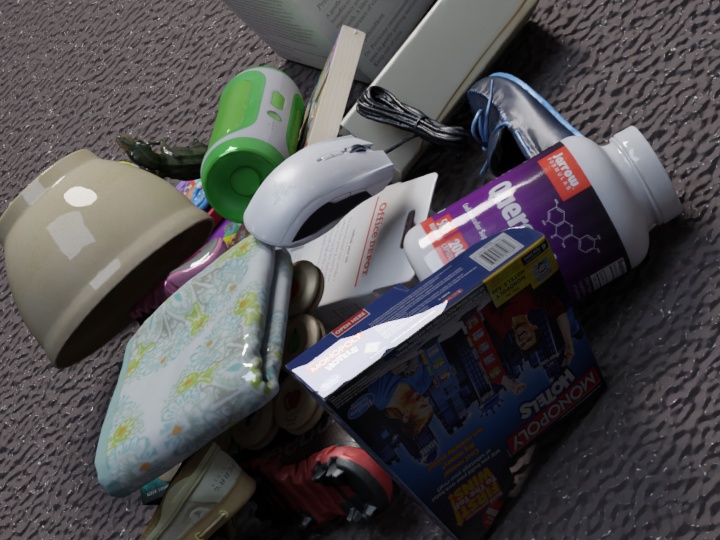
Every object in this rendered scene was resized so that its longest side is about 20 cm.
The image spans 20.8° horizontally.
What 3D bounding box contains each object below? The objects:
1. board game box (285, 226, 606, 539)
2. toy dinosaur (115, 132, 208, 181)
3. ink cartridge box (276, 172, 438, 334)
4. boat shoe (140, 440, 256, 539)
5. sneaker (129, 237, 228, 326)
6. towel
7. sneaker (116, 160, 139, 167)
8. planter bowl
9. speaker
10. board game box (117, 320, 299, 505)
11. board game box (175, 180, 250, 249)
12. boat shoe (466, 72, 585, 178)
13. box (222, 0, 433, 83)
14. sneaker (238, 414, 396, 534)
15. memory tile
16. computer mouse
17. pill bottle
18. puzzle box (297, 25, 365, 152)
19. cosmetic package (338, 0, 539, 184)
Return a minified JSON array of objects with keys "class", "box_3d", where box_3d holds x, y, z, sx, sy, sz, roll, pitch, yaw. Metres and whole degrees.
[{"class":"board game box","box_3d":[0.073,0.096,1.420,0.199,0.201,0.062,-35,36,-14]},{"class":"toy dinosaur","box_3d":[-0.162,-0.106,1.889,0.088,0.199,0.048,6,95,52]},{"class":"ink cartridge box","box_3d":[0.000,0.000,1.681,0.199,0.068,0.116,-16,47,40]},{"class":"boat shoe","box_3d":[-0.134,0.209,1.588,0.074,0.066,0.200,-56,-3,-33]},{"class":"sneaker","box_3d":[-0.148,0.039,1.807,0.079,0.095,0.200,-44,5,-21]},{"class":"towel","box_3d":[-0.130,0.072,1.558,0.171,0.048,0.201,-37,27,26]},{"class":"sneaker","box_3d":[-0.248,-0.022,1.973,0.201,0.074,0.085,-64,-8,21]},{"class":"planter bowl","box_3d":[-0.252,-0.026,1.819,0.200,0.135,0.200,-43,-5,-5]},{"class":"speaker","box_3d":[-0.097,-0.117,1.793,0.088,0.089,0.200,-36,20,19]},{"class":"board game box","box_3d":[-0.126,0.111,1.689,0.199,0.028,0.136,-25,70,37]},{"class":"board game box","box_3d":[-0.159,-0.062,1.949,0.157,0.039,0.201,-20,44,37]},{"class":"boat shoe","box_3d":[0.130,-0.107,1.620,0.068,0.084,0.200,-33,31,-8]},{"class":"box","box_3d":[-0.031,-0.324,1.944,0.200,0.171,0.200,-54,34,-9]},{"class":"sneaker","box_3d":[-0.025,0.154,1.560,0.200,0.071,0.098,-17,27,53]},{"class":"memory tile","box_3d":[-0.103,0.083,1.618,0.199,0.017,0.154,-25,53,37]},{"class":"computer mouse","box_3d":[-0.012,-0.086,1.608,0.109,0.044,0.200,35,56,30]},{"class":"pill bottle","box_3d":[0.139,-0.027,1.489,0.199,0.113,0.113,-31,35,1]},{"class":"puzzle box","box_3d":[-0.044,-0.113,1.822,0.133,0.025,0.201,120,168,-55]},{"class":"cosmetic package","box_3d":[0.068,-0.179,1.741,0.200,0.073,0.104,-53,-2,-3]}]
